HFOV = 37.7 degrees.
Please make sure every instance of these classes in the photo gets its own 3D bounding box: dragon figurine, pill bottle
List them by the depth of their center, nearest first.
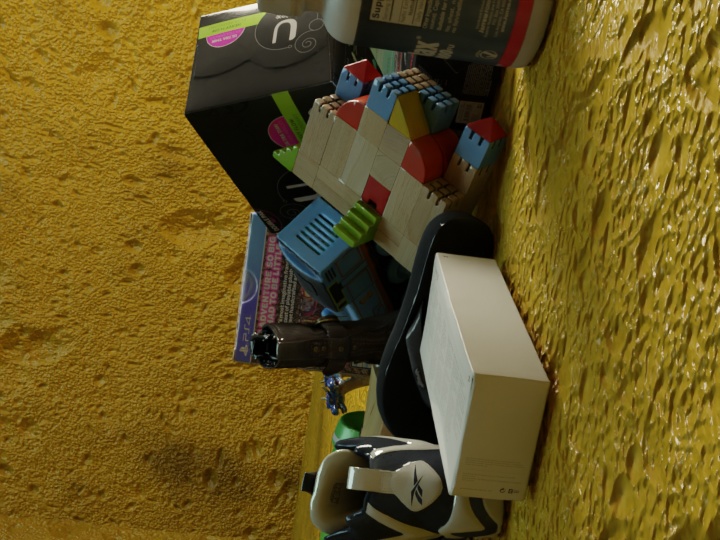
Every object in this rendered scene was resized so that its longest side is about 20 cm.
[{"bbox_3d":[0.031,-0.215,0.749,0.120,0.199,0.120,-173,90,-86],"label":"pill bottle"},{"bbox_3d":[-0.003,0.101,1.322,0.200,0.099,0.059,-89,8,-53],"label":"dragon figurine"}]

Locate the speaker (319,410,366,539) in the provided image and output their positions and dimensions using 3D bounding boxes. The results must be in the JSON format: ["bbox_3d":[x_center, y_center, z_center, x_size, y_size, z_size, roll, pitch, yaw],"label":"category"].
[{"bbox_3d":[0.000,0.259,1.142,0.088,0.088,0.201,-103,20,-77],"label":"speaker"}]

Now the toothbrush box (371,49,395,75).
[{"bbox_3d":[-0.003,-0.195,1.140,0.147,0.199,0.086,103,173,-61],"label":"toothbrush box"}]

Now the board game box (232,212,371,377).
[{"bbox_3d":[-0.032,0.031,1.158,0.097,0.199,0.160,141,137,-83],"label":"board game box"}]

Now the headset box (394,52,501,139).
[{"bbox_3d":[0.075,-0.204,0.951,0.149,0.075,0.200,100,174,-46],"label":"headset box"}]

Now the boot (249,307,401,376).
[{"bbox_3d":[-0.011,0.058,0.931,0.200,0.173,0.070,158,109,-79],"label":"boot"}]

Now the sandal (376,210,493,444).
[{"bbox_3d":[0.059,0.055,0.821,0.043,0.076,0.201,40,127,57],"label":"sandal"}]

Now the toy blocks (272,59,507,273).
[{"bbox_3d":[0.029,-0.098,0.856,0.100,0.200,0.137,-25,-34,-44],"label":"toy blocks"}]

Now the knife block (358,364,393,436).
[{"bbox_3d":[0.033,0.184,0.982,0.200,0.064,0.176,-113,30,-80],"label":"knife block"}]

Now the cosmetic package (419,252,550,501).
[{"bbox_3d":[0.077,0.061,0.696,0.200,0.050,0.083,-95,11,-69],"label":"cosmetic package"}]

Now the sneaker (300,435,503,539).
[{"bbox_3d":[0.021,0.158,0.757,0.199,0.129,0.080,122,155,-80],"label":"sneaker"}]

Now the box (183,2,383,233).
[{"bbox_3d":[-0.055,-0.149,1.019,0.200,0.148,0.125,56,-150,-52],"label":"box"}]

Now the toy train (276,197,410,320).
[{"bbox_3d":[0.000,0.000,1.020,0.087,0.114,0.200,42,167,34],"label":"toy train"}]
